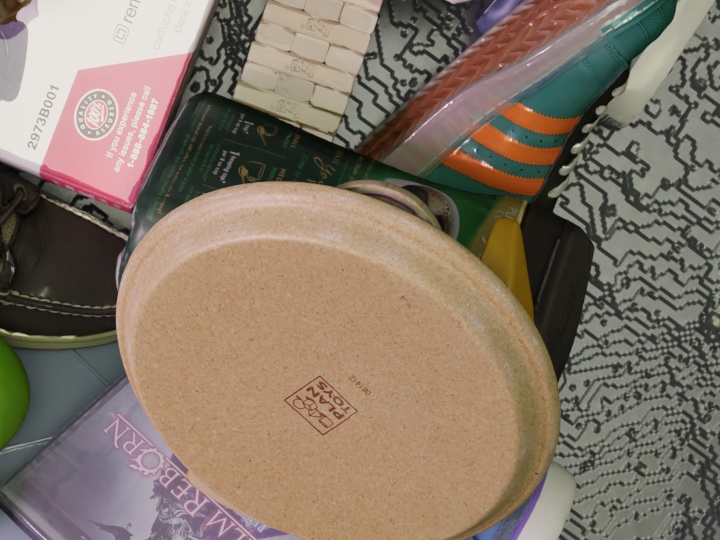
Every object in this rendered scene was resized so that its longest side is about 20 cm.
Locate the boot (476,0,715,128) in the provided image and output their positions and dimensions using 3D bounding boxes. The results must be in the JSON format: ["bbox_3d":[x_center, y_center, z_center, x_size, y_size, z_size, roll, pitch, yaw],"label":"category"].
[{"bbox_3d":[0.141,-0.174,0.957,0.090,0.073,0.201,32,93,-5],"label":"boot"}]

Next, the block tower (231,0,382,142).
[{"bbox_3d":[-0.011,-0.147,0.957,0.054,0.058,0.201,18,92,-4],"label":"block tower"}]

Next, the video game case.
[{"bbox_3d":[-0.043,0.081,0.908,0.143,0.019,0.200,39,64,18],"label":"video game case"}]

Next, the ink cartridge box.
[{"bbox_3d":[-0.170,-0.130,0.930,0.199,0.084,0.146,21,88,-4],"label":"ink cartridge box"}]

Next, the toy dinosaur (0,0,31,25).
[{"bbox_3d":[-0.173,-0.206,0.870,0.106,0.060,0.202,1,93,-30],"label":"toy dinosaur"}]

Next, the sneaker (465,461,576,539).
[{"bbox_3d":[-0.012,0.128,0.954,0.146,0.081,0.200,43,94,-8],"label":"sneaker"}]

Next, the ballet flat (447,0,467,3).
[{"bbox_3d":[0.007,-0.159,0.895,0.199,0.069,0.070,30,90,5],"label":"ballet flat"}]

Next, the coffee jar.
[{"bbox_3d":[0.000,0.000,0.897,0.199,0.086,0.105,19,52,5],"label":"coffee jar"}]

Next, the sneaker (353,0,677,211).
[{"bbox_3d":[0.078,-0.067,0.936,0.080,0.072,0.200,43,124,-18],"label":"sneaker"}]

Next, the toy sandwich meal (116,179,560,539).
[{"bbox_3d":[-0.005,0.036,0.815,0.204,0.070,0.206,11,130,14],"label":"toy sandwich meal"}]

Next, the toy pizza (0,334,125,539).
[{"bbox_3d":[-0.101,0.074,0.938,0.199,0.032,0.201,2,59,-3],"label":"toy pizza"}]

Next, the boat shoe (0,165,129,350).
[{"bbox_3d":[-0.184,-0.019,0.909,0.200,0.066,0.072,18,63,-11],"label":"boat shoe"}]

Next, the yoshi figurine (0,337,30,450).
[{"bbox_3d":[-0.217,0.024,0.867,0.112,0.112,0.200,-35,106,3],"label":"yoshi figurine"}]
